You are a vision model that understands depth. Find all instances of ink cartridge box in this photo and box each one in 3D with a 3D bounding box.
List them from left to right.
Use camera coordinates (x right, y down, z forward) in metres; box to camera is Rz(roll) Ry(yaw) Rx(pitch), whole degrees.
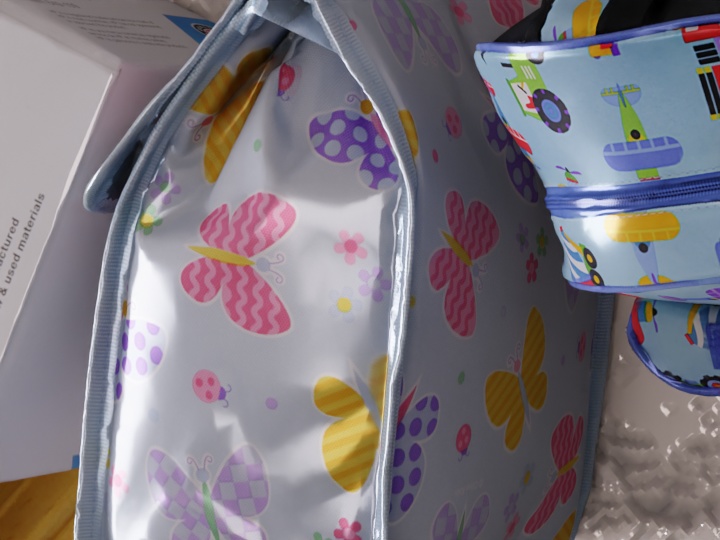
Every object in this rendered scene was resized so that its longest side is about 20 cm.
[{"bbox_3d":[-0.148,-0.041,0.918,0.200,0.147,0.146,28,103,22],"label":"ink cartridge box"}]

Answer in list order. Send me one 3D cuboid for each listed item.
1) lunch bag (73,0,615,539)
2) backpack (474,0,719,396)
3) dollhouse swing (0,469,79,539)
[{"bbox_3d":[0.000,0.000,0.840,0.127,0.170,0.200,14,107,23],"label":"lunch bag"},{"bbox_3d":[0.132,-0.035,0.746,0.183,0.200,0.135,-6,95,28],"label":"backpack"},{"bbox_3d":[-0.123,0.169,0.927,0.200,0.176,0.182,49,116,15],"label":"dollhouse swing"}]
